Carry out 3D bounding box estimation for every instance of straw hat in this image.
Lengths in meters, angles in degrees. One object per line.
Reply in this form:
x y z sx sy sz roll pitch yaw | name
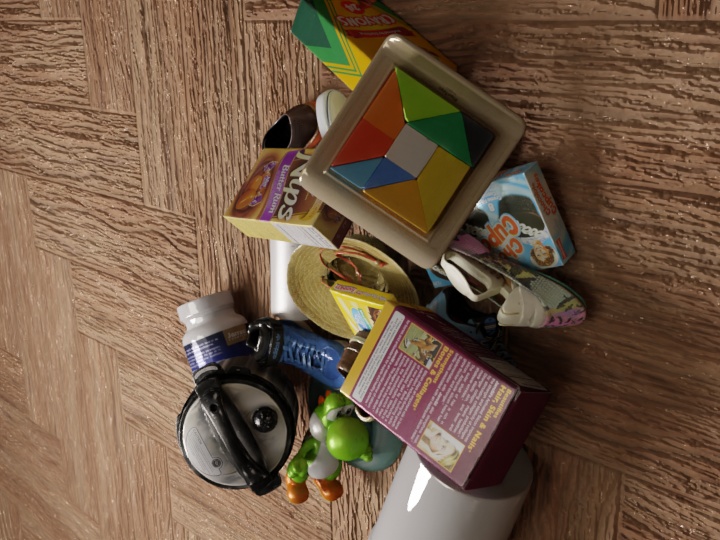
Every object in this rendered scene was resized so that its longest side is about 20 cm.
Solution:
0.000 0.000 1.177 0.200 0.085 0.202 12 138 10 | straw hat

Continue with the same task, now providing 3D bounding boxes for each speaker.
-0.093 -0.030 1.276 0.081 0.081 0.201 18 116 41 | speaker

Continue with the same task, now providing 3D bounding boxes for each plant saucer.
-0.018 0.213 1.309 0.199 0.036 0.201 18 115 42 | plant saucer

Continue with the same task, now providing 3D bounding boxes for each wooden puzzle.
0.056 -0.128 0.957 0.184 0.037 0.201 33 101 -3 | wooden puzzle

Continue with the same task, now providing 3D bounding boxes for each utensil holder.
0.113 0.306 1.108 0.170 0.169 0.201 36 124 33 | utensil holder

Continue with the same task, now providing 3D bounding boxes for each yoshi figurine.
-0.043 0.266 1.251 0.112 0.112 0.201 26 125 10 | yoshi figurine

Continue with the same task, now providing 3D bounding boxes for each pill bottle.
-0.229 0.141 1.446 0.115 0.115 0.201 -24 86 47 | pill bottle

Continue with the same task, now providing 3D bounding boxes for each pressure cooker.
-0.179 0.223 1.284 0.175 0.200 0.180 19 95 -4 | pressure cooker

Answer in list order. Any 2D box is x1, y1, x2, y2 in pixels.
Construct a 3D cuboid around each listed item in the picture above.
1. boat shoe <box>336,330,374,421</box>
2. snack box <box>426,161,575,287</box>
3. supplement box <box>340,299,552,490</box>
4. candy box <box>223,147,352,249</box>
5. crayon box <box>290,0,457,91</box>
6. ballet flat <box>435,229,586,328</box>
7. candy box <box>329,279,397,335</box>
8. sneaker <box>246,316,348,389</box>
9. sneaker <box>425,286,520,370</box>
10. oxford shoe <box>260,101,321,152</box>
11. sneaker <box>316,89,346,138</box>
0.021 0.174 1.170 0.074 0.075 0.203 10 139 46 | boat shoe
0.145 -0.049 1.033 0.199 0.037 0.117 -13 109 47 | snack box
0.097 0.139 1.006 0.200 0.103 0.131 35 101 33 | supplement box
-0.079 -0.097 1.120 0.199 0.056 0.117 9 65 47 | candy box
0.026 -0.257 1.046 0.200 0.127 0.051 47 132 24 | crayon box
0.156 0.019 0.989 0.199 0.071 0.069 33 140 18 | ballet flat
0.037 0.099 1.154 0.102 0.026 0.201 16 144 45 | candy box
-0.093 0.120 1.263 0.200 0.111 0.077 29 109 49 | sneaker
0.148 0.099 1.069 0.200 0.078 0.090 45 127 26 | sneaker
-0.125 -0.172 1.268 0.071 0.072 0.200 56 135 18 | oxford shoe
0.011 -0.153 1.145 0.071 0.073 0.201 -24 94 39 | sneaker
